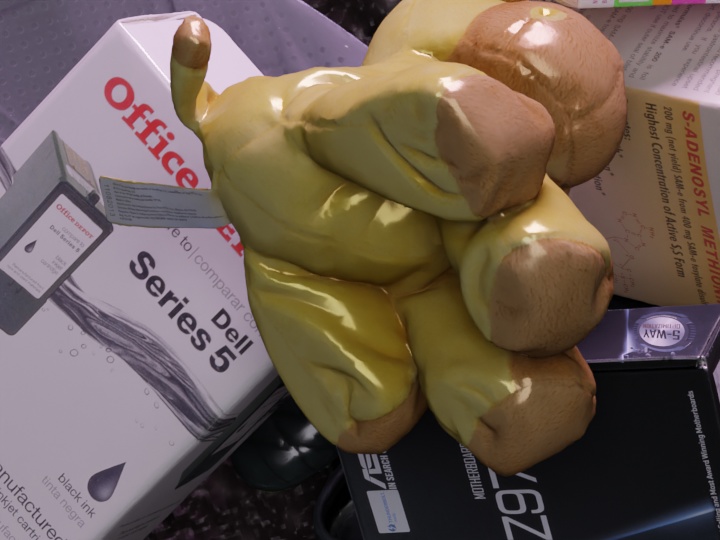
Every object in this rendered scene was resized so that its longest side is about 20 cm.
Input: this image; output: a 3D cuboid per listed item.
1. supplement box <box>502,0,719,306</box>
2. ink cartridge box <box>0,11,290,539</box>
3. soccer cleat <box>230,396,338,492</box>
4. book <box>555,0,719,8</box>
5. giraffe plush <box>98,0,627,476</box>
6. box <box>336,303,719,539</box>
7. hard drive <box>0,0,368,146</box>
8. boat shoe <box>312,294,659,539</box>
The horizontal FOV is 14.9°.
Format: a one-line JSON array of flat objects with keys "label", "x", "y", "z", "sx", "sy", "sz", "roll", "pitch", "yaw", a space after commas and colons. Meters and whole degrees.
[{"label": "supplement box", "x": 0.151, "y": -0.044, "z": 1.102, "sx": 0.199, "sy": 0.126, "sz": 0.074, "roll": 14, "pitch": 50, "yaw": 31}, {"label": "ink cartridge box", "x": -0.100, "y": 0.014, "z": 1.122, "sx": 0.200, "sy": 0.084, "sz": 0.146, "roll": -45, "pitch": 80, "yaw": 20}, {"label": "soccer cleat", "x": 0.000, "y": 0.000, "z": 1.162, "sx": 0.067, "sy": 0.081, "sz": 0.200, "roll": 31, "pitch": 83, "yaw": 36}, {"label": "book", "x": 0.154, "y": -0.140, "z": 1.104, "sx": 0.199, "sy": 0.134, "sz": 0.048, "roll": -4, "pitch": 117, "yaw": -19}, {"label": "giraffe plush", "x": 0.031, "y": -0.041, "z": 1.011, "sx": 0.199, "sy": 0.173, "sz": 0.162, "roll": 23, "pitch": 41, "yaw": 28}, {"label": "box", "x": 0.085, "y": 0.113, "z": 1.081, "sx": 0.160, "sy": 0.044, "sz": 0.201, "roll": -3, "pitch": 116, "yaw": 25}, {"label": "hard drive", "x": -0.104, "y": -0.084, "z": 1.197, "sx": 0.199, "sy": 0.042, "sz": 0.135, "roll": 29, "pitch": 85, "yaw": 5}, {"label": "boat shoe", "x": 0.061, "y": 0.065, "z": 1.162, "sx": 0.200, "sy": 0.062, "sz": 0.075, "roll": -38, "pitch": 57, "yaw": -1}]
